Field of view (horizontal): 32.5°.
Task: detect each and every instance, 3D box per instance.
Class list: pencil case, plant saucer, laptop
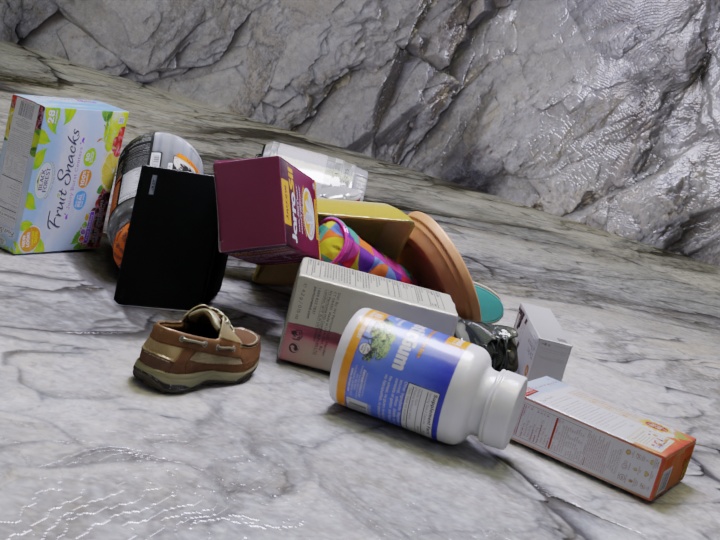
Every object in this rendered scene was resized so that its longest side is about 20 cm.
[{"bbox_3d":[0.000,0.000,1.714,0.088,0.089,0.200,25,-8,40],"label":"pencil case"},{"bbox_3d":[0.104,0.014,1.769,0.037,0.201,0.200,-25,27,-17],"label":"plant saucer"},{"bbox_3d":[-0.226,-0.049,1.585,0.102,0.179,0.200,15,12,1],"label":"laptop"},{"bbox_3d":[-0.043,-0.044,1.762,0.198,0.049,0.200,4,-30,-14],"label":"plant saucer"}]

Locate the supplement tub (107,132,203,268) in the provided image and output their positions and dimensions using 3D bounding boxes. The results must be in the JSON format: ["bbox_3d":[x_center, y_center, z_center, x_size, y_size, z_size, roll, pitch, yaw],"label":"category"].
[{"bbox_3d":[-0.280,-0.086,1.690,0.122,0.123,0.201,12,41,-14],"label":"supplement tub"}]

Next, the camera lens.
[{"bbox_3d":[-0.100,-0.130,2.173,0.198,0.161,0.160,15,12,-5],"label":"camera lens"}]

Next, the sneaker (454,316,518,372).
[{"bbox_3d":[0.160,0.106,1.617,0.113,0.077,0.199,9,6,-1],"label":"sneaker"}]

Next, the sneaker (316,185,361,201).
[{"bbox_3d":[-0.090,-0.068,1.812,0.198,0.083,0.077,-10,21,-16],"label":"sneaker"}]

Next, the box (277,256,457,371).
[{"bbox_3d":[0.008,0.068,1.514,0.198,0.110,0.128,15,10,-3],"label":"box"}]

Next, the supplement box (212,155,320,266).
[{"bbox_3d":[-0.113,-0.071,1.545,0.085,0.111,0.200,-5,-6,10],"label":"supplement box"}]

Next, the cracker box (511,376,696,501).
[{"bbox_3d":[0.269,0.189,1.420,0.199,0.058,0.134,23,13,28],"label":"cracker box"}]

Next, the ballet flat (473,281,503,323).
[{"bbox_3d":[0.127,0.040,1.921,0.199,0.068,0.062,12,2,-16],"label":"ballet flat"}]

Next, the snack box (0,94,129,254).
[{"bbox_3d":[-0.408,-0.129,1.662,0.067,0.202,0.168,21,13,27],"label":"snack box"}]

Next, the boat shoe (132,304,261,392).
[{"bbox_3d":[-0.164,0.078,1.327,0.075,0.074,0.200,20,13,21],"label":"boat shoe"}]

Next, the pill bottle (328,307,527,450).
[{"bbox_3d":[0.076,0.122,1.343,0.199,0.113,0.112,18,12,15],"label":"pill bottle"}]

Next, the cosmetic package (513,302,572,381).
[{"bbox_3d":[0.242,0.109,1.700,0.050,0.083,0.200,12,11,-2],"label":"cosmetic package"}]
